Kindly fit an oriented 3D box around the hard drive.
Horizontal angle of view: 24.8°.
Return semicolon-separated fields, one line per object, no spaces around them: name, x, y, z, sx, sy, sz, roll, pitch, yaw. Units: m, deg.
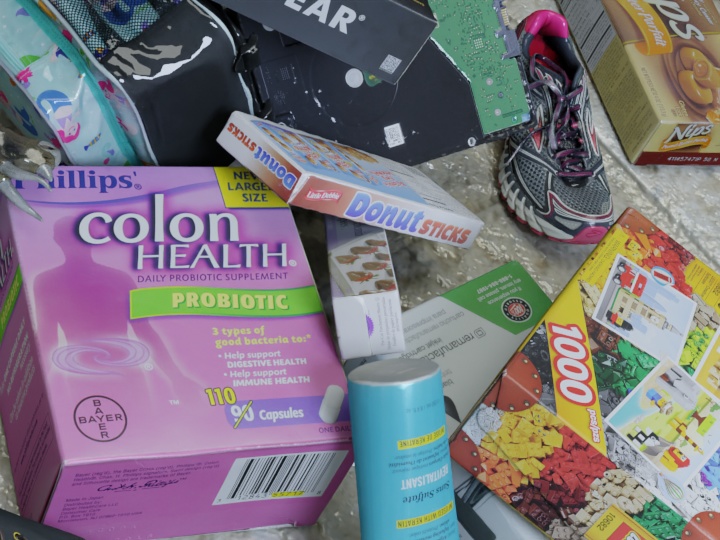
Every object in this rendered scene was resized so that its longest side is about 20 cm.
hard drive;0.016;-0.138;1.128;0.199;0.038;0.141;-19;97;-21

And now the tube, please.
tube;0.027;0.150;0.891;0.077;0.202;0.050;-13;14;-29

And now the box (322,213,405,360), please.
box;0.000;0.000;1.002;0.038;0.042;0.200;-7;19;-1

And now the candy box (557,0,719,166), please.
candy box;0.244;-0.176;1.328;0.115;0.055;0.201;0;52;-25

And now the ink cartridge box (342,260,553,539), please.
ink cartridge box;0.095;0.111;0.996;0.146;0.083;0.200;-24;66;-38

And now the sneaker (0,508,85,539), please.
sneaker;-0.170;0.159;0.800;0.199;0.106;0.075;22;79;2

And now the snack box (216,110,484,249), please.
snack box;-0.001;-0.054;1.023;0.072;0.024;0.199;42;17;32

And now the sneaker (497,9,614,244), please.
sneaker;0.140;-0.104;1.205;0.080;0.075;0.201;1;53;-25

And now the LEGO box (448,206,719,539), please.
LEGO box;0.161;0.075;0.942;0.149;0.077;0.200;38;41;5

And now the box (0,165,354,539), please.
box;-0.115;0.045;0.942;0.175;0.097;0.201;-1;53;-26

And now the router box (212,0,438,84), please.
router box;-0.060;-0.210;0.996;0.199;0.052;0.158;22;31;-29

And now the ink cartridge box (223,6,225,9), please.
ink cartridge box;-0.051;-0.239;1.219;0.145;0.083;0.201;4;52;-22

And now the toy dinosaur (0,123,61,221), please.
toy dinosaur;-0.269;-0.066;0.908;0.199;0.077;0.103;-16;52;12

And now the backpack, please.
backpack;-0.165;-0.148;1.022;0.150;0.178;0.201;-31;66;-8
